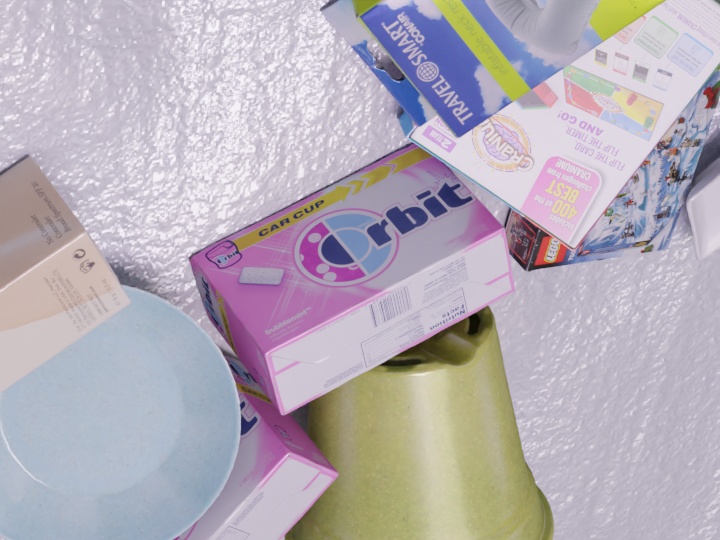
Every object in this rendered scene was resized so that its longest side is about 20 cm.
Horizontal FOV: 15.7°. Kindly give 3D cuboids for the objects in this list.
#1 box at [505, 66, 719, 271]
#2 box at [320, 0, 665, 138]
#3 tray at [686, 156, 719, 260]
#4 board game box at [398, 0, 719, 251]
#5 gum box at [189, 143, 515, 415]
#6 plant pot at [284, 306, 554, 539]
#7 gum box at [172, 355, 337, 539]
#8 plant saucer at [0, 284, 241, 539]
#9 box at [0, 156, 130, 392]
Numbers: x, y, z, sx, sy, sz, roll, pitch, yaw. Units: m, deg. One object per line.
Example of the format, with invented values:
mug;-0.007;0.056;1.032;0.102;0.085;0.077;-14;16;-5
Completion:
box;0.190;-0.098;1.908;0.137;0.040;0.200;-8;129;-33
box;0.089;-0.177;1.702;0.200;0.048;0.122;-34;121;14
tray;0.323;-0.097;2.001;0.200;0.022;0.107;-40;154;-8
board game box;0.146;-0.135;1.792;0.153;0.040;0.200;34;104;-18
gum box;0.000;0.000;1.794;0.200;0.114;0.066;-27;137;-14
plant pot;0.037;0.115;1.885;0.200;0.200;0.185;-19;123;-23
gum box;-0.126;0.170;1.835;0.200;0.114;0.066;-48;144;9
plant saucer;-0.181;0.098;1.760;0.201;0.039;0.201;-2;108;-6
box;-0.258;0.030;1.646;0.200;0.095;0.078;-36;137;-8
